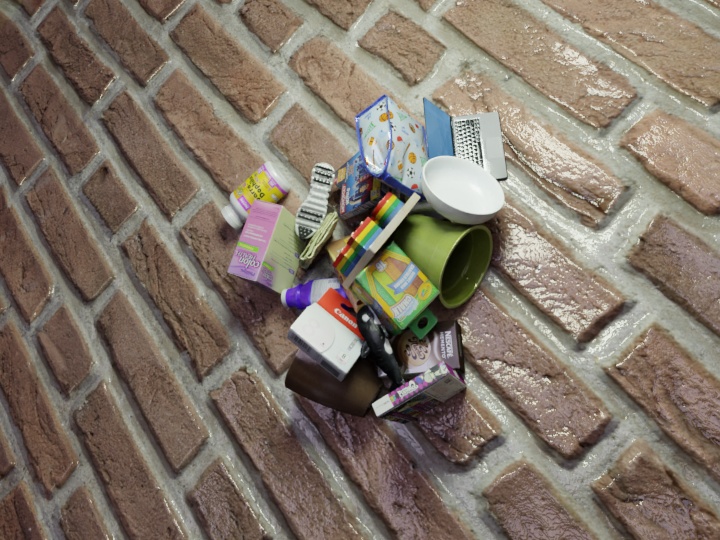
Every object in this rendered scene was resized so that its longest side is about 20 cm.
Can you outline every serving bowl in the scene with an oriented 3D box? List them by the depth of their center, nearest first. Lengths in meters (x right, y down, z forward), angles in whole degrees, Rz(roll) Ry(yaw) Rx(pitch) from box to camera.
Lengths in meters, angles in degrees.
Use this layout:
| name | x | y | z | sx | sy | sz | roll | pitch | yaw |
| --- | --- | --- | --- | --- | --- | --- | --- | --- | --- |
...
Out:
| name | x | y | z | sx | sy | sz | roll | pitch | yaw |
| --- | --- | --- | --- | --- | --- | --- | --- | --- | --- |
| serving bowl | 0.224 | -0.172 | 1.287 | 0.195 | 0.067 | 0.203 | 11 | 45 | -11 |

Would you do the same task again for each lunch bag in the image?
| name | x | y | z | sx | sy | sz | roll | pitch | yaw |
| --- | --- | --- | --- | --- | --- | --- | --- | --- | --- |
| lunch bag | 0.079 | -0.271 | 1.327 | 0.123 | 0.168 | 0.204 | -29 | 57 | 34 |

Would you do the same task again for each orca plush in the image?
| name | x | y | z | sx | sy | sz | roll | pitch | yaw |
| --- | --- | --- | --- | --- | --- | --- | --- | --- | --- |
| orca plush | 0.029 | 0.184 | 1.271 | 0.070 | 0.105 | 0.204 | -24 | 100 | -17 |

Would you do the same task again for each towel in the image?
| name | x | y | z | sx | sy | sz | roll | pitch | yaw |
| --- | --- | --- | --- | --- | --- | --- | --- | --- | --- |
| towel | -0.109 | -0.071 | 1.449 | 0.036 | 0.200 | 0.150 | 35 | 80 | -5 |

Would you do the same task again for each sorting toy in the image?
| name | x | y | z | sx | sy | sz | roll | pitch | yaw |
| --- | --- | --- | --- | --- | --- | --- | --- | --- | --- |
| sorting toy | 0.027 | -0.082 | 1.307 | 0.069 | 0.200 | 0.200 | 39 | 58 | 1 |

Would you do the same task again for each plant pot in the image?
| name | x | y | z | sx | sy | sz | roll | pitch | yaw |
| --- | --- | --- | --- | --- | --- | --- | --- | --- | --- |
| plant pot | 0.180 | -0.045 | 1.343 | 0.188 | 0.199 | 0.202 | 31 | 86 | 37 |
| plant pot | -0.048 | 0.252 | 1.348 | 0.197 | 0.187 | 0.189 | 31 | 86 | 14 |

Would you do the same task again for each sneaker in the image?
| name | x | y | z | sx | sy | sz | roll | pitch | yaw |
| --- | --- | --- | --- | --- | --- | --- | --- | --- | --- |
| sneaker | -0.118 | -0.180 | 1.504 | 0.074 | 0.081 | 0.204 | 21 | 88 | -3 |

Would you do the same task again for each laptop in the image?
| name | x | y | z | sx | sy | sz | roll | pitch | yaw |
| --- | --- | --- | --- | --- | --- | --- | --- | --- | --- |
| laptop | 0.260 | -0.328 | 1.401 | 0.194 | 0.116 | 0.192 | -5 | 72 | 7 |

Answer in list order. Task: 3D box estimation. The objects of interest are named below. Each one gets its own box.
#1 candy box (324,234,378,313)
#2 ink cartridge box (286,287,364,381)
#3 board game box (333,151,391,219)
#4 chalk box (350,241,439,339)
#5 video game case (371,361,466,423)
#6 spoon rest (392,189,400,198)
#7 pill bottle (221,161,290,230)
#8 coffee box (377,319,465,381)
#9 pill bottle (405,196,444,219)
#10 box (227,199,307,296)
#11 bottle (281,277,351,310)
| name | x | y | z | sx | sy | sz | roll | pitch | yaw |
| --- | --- | --- | --- | --- | --- | --- | --- | --- | --- |
| candy box | 0.000 | 0.000 | 1.415 | 0.113 | 0.056 | 0.202 | -20 | 53 | -15 |
| ink cartridge box | -0.053 | 0.131 | 1.305 | 0.161 | 0.057 | 0.201 | 37 | 51 | 4 |
| board game box | 0.003 | -0.230 | 1.472 | 0.198 | 0.061 | 0.205 | -22 | 53 | 41 |
| chalk box | 0.089 | 0.061 | 1.274 | 0.124 | 0.124 | 0.200 | -43 | 85 | -13 |
| video game case | 0.135 | 0.274 | 1.244 | 0.179 | 0.200 | 0.036 | -34 | 63 | 9 |
| spoon rest | 0.079 | -0.169 | 1.469 | 0.059 | 0.099 | 0.204 | 20 | 94 | -7 |
| pill bottle | -0.301 | -0.208 | 1.611 | 0.199 | 0.104 | 0.105 | -41 | 64 | 6 |
| coffee box | 0.141 | 0.189 | 1.332 | 0.195 | 0.080 | 0.116 | -10 | 70 | 18 |
| pill bottle | 0.167 | -0.234 | 1.430 | 0.110 | 0.112 | 0.205 | -6 | 72 | 19 |
| box | -0.237 | -0.055 | 1.500 | 0.095 | 0.176 | 0.205 | 14 | 80 | 24 |
| bottle | -0.111 | 0.066 | 1.475 | 0.195 | 0.065 | 0.085 | -6 | 61 | 20 |
